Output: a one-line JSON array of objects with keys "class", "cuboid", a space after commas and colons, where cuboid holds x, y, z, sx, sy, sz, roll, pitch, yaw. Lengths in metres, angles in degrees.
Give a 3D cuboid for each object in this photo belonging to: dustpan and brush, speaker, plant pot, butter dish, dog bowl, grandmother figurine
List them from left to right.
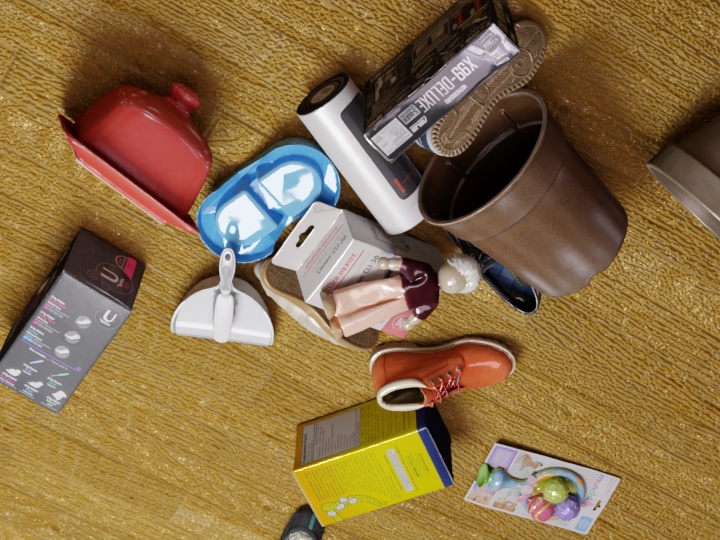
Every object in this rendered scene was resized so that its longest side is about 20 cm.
[{"class": "butter dish", "cuboid": [-0.249, -0.160, 1.645, 0.200, 0.199, 0.148, 37, 91, -20]}, {"class": "dustpan and brush", "cuboid": [-0.177, 0.035, 1.790, 0.139, 0.057, 0.200, 7, 128, -3]}, {"class": "dog bowl", "cuboid": [-0.116, -0.093, 1.738, 0.200, 0.050, 0.111, -33, 114, 19]}, {"class": "speaker", "cuboid": [0.009, -0.141, 1.691, 0.081, 0.081, 0.200, -30, 115, 17]}, {"class": "grandmother figurine", "cuboid": [0.055, 0.030, 1.711, 0.200, 0.061, 0.121, -19, 141, 2]}, {"class": "plant pot", "cuboid": [0.209, -0.082, 1.668, 0.200, 0.200, 0.198, -40, 119, 21]}, {"class": "plant pot", "cuboid": [0.475, -0.125, 1.647, 0.200, 0.200, 0.174, 39, 97, -20]}]

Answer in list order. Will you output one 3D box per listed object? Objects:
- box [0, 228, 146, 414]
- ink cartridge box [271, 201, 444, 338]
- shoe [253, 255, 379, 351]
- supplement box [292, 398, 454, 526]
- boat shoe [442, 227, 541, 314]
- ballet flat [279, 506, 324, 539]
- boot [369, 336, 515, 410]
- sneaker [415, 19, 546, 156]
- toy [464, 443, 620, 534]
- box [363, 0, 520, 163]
[{"class": "box", "cuboid": [-0.381, 0.067, 1.791, 0.106, 0.122, 0.200, 32, 116, -16]}, {"class": "ink cartridge box", "cuboid": [0.000, 0.000, 1.750, 0.200, 0.068, 0.117, 21, 120, -30]}, {"class": "shoe", "cuboid": [-0.058, 0.042, 1.818, 0.200, 0.070, 0.053, 37, 157, -23]}, {"class": "supplement box", "cuboid": [0.018, 0.256, 1.903, 0.200, 0.109, 0.110, -19, 118, 12]}, {"class": "boat shoe", "cuboid": [0.169, -0.018, 1.767, 0.070, 0.066, 0.200, -31, 115, 17]}, {"class": "ballet flat", "cuboid": [-0.107, 0.440, 2.034, 0.073, 0.073, 0.200, 18, 119, -10]}, {"class": "boot", "cuboid": [0.113, 0.147, 1.842, 0.200, 0.107, 0.075, -5, 118, 2]}, {"class": "sneaker", "cuboid": [0.135, -0.223, 1.657, 0.070, 0.108, 0.200, 42, 82, -18]}, {"class": "toy", "cuboid": [0.263, 0.327, 1.976, 0.200, 0.047, 0.115, 19, 120, -9]}, {"class": "box", "cuboid": [0.089, -0.234, 1.592, 0.200, 0.158, 0.050, -40, 112, 20]}]
